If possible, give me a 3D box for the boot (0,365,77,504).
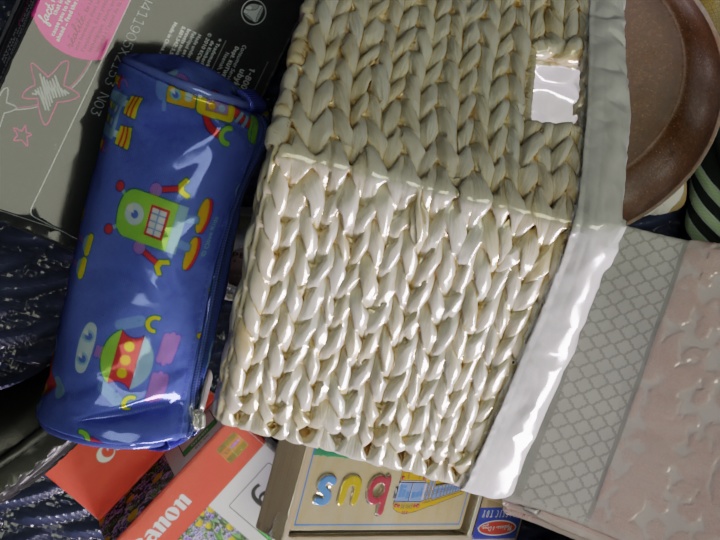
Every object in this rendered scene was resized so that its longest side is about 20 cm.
[{"bbox_3d":[-0.249,0.066,0.890,0.211,0.079,0.158,-33,88,-22],"label":"boot"}]

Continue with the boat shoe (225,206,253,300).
[{"bbox_3d":[-0.001,-0.002,0.956,0.202,0.065,0.075,6,100,-18],"label":"boat shoe"}]

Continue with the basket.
[{"bbox_3d":[0.030,-0.029,0.809,0.161,0.198,0.200,12,133,-2],"label":"basket"}]

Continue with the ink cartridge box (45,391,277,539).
[{"bbox_3d":[-0.092,0.139,0.967,0.109,0.050,0.200,-47,109,-2],"label":"ink cartridge box"}]

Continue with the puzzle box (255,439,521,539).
[{"bbox_3d":[0.036,0.096,0.964,0.200,0.025,0.133,7,101,-43],"label":"puzzle box"}]

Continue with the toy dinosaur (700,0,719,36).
[{"bbox_3d":[0.206,-0.155,0.948,0.101,0.058,0.200,-5,73,-41],"label":"toy dinosaur"}]

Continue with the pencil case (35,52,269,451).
[{"bbox_3d":[-0.099,-0.004,0.804,0.087,0.078,0.200,16,100,11],"label":"pencil case"}]

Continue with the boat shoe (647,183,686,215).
[{"bbox_3d":[0.141,-0.122,0.968,0.069,0.071,0.200,-17,104,-8],"label":"boat shoe"}]

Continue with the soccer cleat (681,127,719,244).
[{"bbox_3d":[0.237,-0.033,1.006,0.067,0.081,0.200,-11,106,-13],"label":"soccer cleat"}]

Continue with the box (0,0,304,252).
[{"bbox_3d":[-0.122,-0.112,0.875,0.132,0.115,0.200,24,96,-20],"label":"box"}]

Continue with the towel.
[{"bbox_3d":[0.196,0.076,0.950,0.200,0.191,0.032,-67,151,-14],"label":"towel"}]

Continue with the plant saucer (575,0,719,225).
[{"bbox_3d":[0.099,-0.101,0.900,0.200,0.035,0.200,1,129,1],"label":"plant saucer"}]
